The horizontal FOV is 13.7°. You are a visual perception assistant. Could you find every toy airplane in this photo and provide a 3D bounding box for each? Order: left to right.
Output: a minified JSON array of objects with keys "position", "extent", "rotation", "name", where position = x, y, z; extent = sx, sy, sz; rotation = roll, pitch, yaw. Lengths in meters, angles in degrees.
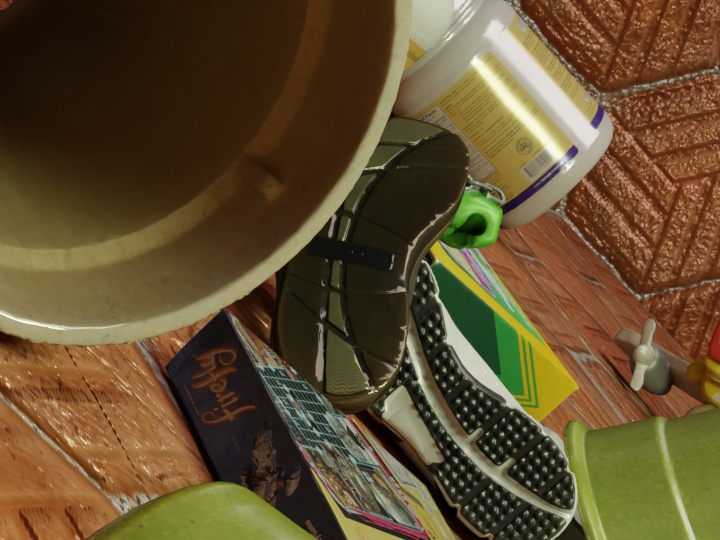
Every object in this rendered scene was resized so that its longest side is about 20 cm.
[{"position":[0.327,0.120,2.624],"extent":[0.200,0.141,0.200],"rotation":[56,-33,-11],"name":"toy airplane"}]

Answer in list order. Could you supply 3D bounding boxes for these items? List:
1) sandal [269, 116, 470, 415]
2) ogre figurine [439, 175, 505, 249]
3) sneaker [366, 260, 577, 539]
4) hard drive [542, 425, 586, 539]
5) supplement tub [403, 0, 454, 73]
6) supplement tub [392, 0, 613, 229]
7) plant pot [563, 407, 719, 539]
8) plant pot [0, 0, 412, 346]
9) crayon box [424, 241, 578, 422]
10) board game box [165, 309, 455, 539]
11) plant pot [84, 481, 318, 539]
[{"position":[0.000,0.000,1.392],"extent":[0.081,0.055,0.201],"rotation":[13,45,-2],"name":"sandal"},{"position":[-0.029,-0.058,1.528],"extent":[0.120,0.098,0.200],"rotation":[25,15,-47],"name":"ogre figurine"},{"position":[0.027,0.055,1.464],"extent":[0.201,0.074,0.080],"rotation":[55,-3,5],"name":"sneaker"},{"position":[0.132,0.152,1.690],"extent":[0.132,0.026,0.200],"rotation":[49,7,3],"name":"hard drive"},{"position":[-0.048,-0.124,1.368],"extent":[0.145,0.200,0.145],"rotation":[47,7,-8],"name":"supplement tub"},{"position":[0.114,-0.152,2.681],"extent":[0.200,0.145,0.145],"rotation":[47,7,-10],"name":"supplement tub"},{"position":[0.226,0.133,1.491],"extent":[0.200,0.189,0.201],"rotation":[-24,90,-80],"name":"plant pot"},{"position":[-0.113,-0.104,1.029],"extent":[0.200,0.201,0.183],"rotation":[42,-1,-39],"name":"plant pot"},{"position":[0.026,-0.011,1.781],"extent":[0.172,0.058,0.200],"rotation":[42,10,-47],"name":"crayon box"},{"position":[0.006,0.113,1.115],"extent":[0.135,0.035,0.200],"rotation":[44,9,-35],"name":"board game box"},{"position":[0.009,0.140,0.477],"extent":[0.193,0.201,0.200],"rotation":[39,4,16],"name":"plant pot"}]
